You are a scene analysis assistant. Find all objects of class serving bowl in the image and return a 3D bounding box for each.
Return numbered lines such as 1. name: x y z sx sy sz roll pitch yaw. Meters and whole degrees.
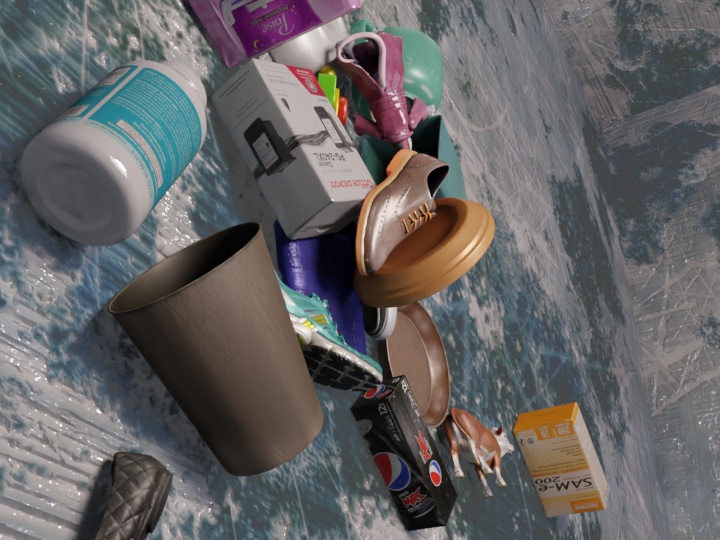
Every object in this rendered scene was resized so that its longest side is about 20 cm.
1. serving bowl: -0.072 -0.363 1.139 0.200 0.065 0.202 39 42 -46

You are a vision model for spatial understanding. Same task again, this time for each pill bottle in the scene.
1. pill bottle: -0.212 -0.121 0.703 0.111 0.110 0.201 57 32 -26

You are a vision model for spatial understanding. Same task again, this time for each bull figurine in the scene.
1. bull figurine: 0.196 0.294 1.245 0.200 0.065 0.123 37 32 -44

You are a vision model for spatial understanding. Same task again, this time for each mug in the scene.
1. mug: 0.046 -0.306 1.245 0.183 0.152 0.116 14 59 -18

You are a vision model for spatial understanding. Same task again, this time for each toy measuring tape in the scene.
1. toy measuring tape: -0.055 -0.191 1.089 0.073 0.073 0.203 14 78 -58

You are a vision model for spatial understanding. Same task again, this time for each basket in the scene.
1. basket: -0.123 0.081 0.736 0.180 0.135 0.202 -50 122 -53

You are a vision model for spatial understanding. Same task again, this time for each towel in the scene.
1. towel: -0.054 0.040 0.970 0.147 0.049 0.203 17 59 -52

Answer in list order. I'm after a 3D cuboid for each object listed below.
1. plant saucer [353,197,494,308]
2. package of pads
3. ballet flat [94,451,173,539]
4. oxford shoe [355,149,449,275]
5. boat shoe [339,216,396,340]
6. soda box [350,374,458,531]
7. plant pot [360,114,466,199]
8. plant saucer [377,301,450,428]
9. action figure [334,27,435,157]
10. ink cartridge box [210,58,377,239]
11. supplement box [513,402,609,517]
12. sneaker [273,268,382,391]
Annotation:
1. plant saucer: 0.074 -0.032 0.971 0.038 0.198 0.201 56 32 -26
2. package of pads: -0.103 -0.342 0.931 0.121 0.198 0.076 58 26 -30
3. ballet flat: -0.208 0.233 0.592 0.201 0.056 0.067 -70 177 -47
4. oxford shoe: 0.052 -0.075 0.952 0.201 0.072 0.072 -64 152 -30
5. boat shoe: 0.000 0.000 1.076 0.056 0.068 0.203 7 65 -43
6. soda box: 0.062 0.250 1.038 0.202 0.063 0.071 66 30 -12
7. plant pot: 0.099 -0.116 1.244 0.201 0.140 0.143 56 32 -42
8. plant saucer: 0.078 0.140 1.161 0.200 0.034 0.203 39 43 -48
9. action figure: 0.046 -0.253 1.120 0.149 0.132 0.202 -113 -178 -80
10. ink cartridge box: -0.075 -0.150 0.951 0.202 0.083 0.145 60 26 7
11. supplement box: 0.398 0.376 1.508 0.202 0.125 0.073 66 28 -9
12. sneaker: -0.051 0.066 0.861 0.199 0.077 0.080 38 50 -14
